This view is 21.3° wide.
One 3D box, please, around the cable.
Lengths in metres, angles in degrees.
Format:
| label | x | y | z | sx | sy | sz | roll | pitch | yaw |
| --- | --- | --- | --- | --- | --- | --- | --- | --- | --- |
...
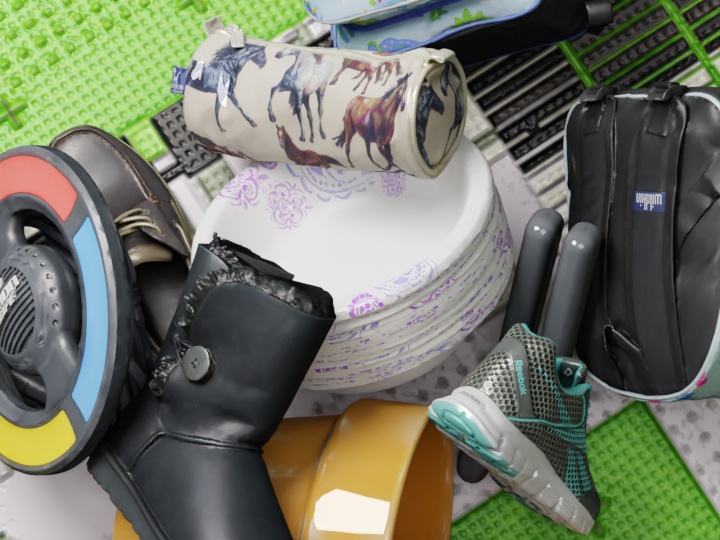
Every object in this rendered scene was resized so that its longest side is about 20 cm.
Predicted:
| label | x | y | z | sx | sy | sz | roll | pitch | yaw |
| --- | --- | --- | --- | --- | --- | --- | --- | --- | --- |
| cable | -0.204 | 0.038 | 1.237 | 0.163 | 0.051 | 0.200 | -31 | 80 | 33 |

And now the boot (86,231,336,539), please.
| label | x | y | z | sx | sy | sz | roll | pitch | yaw |
| --- | --- | --- | --- | --- | --- | --- | --- | --- | --- |
| boot | -0.064 | 0.089 | 1.086 | 0.200 | 0.076 | 0.168 | 40 | 106 | 42 |

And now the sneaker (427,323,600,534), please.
| label | x | y | z | sx | sy | sz | roll | pitch | yaw |
| --- | --- | --- | --- | --- | --- | --- | --- | --- | --- |
| sneaker | 0.120 | 0.101 | 1.211 | 0.078 | 0.200 | 0.091 | 30 | 80 | 33 |

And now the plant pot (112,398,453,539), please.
| label | x | y | z | sx | sy | sz | roll | pitch | yaw |
| --- | --- | --- | --- | --- | --- | --- | --- | --- | --- |
| plant pot | -0.051 | 0.173 | 1.213 | 0.183 | 0.200 | 0.201 | 7 | 84 | 14 |

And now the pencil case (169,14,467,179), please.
| label | x | y | z | sx | sy | sz | roll | pitch | yaw |
| --- | --- | --- | --- | --- | --- | --- | --- | --- | --- |
| pencil case | -0.023 | -0.109 | 1.220 | 0.200 | 0.078 | 0.090 | 9 | 123 | 34 |

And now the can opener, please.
| label | x | y | z | sx | sy | sz | roll | pitch | yaw |
| --- | --- | --- | --- | --- | --- | --- | --- | --- | --- |
| can opener | 0.111 | 0.056 | 1.246 | 0.053 | 0.066 | 0.200 | 21 | 122 | 15 |

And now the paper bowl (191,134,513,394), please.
| label | x | y | z | sx | sy | sz | roll | pitch | yaw |
| --- | --- | --- | --- | --- | --- | --- | --- | --- | --- |
| paper bowl | 0.000 | 0.000 | 1.233 | 0.200 | 0.201 | 0.104 | -24 | 126 | -5 |

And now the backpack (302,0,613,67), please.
| label | x | y | z | sx | sy | sz | roll | pitch | yaw |
| --- | --- | --- | --- | --- | --- | --- | --- | --- | --- |
| backpack | 0.050 | -0.242 | 1.248 | 0.183 | 0.147 | 0.200 | -13 | 77 | 34 |

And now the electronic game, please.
| label | x | y | z | sx | sy | sz | roll | pitch | yaw |
| --- | --- | --- | --- | --- | --- | --- | --- | --- | --- |
| electronic game | -0.198 | 0.024 | 1.161 | 0.042 | 0.200 | 0.200 | -2 | 83 | -40 |

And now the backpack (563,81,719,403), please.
| label | x | y | z | sx | sy | sz | roll | pitch | yaw |
| --- | --- | --- | --- | --- | --- | --- | --- | --- | --- |
| backpack | 0.216 | -0.014 | 1.242 | 0.150 | 0.177 | 0.200 | 5 | 91 | -31 |

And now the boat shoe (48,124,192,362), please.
| label | x | y | z | sx | sy | sz | roll | pitch | yaw |
| --- | --- | --- | --- | --- | --- | --- | --- | --- | --- |
| boat shoe | -0.142 | -0.013 | 1.272 | 0.074 | 0.073 | 0.200 | -33 | 87 | -6 |
